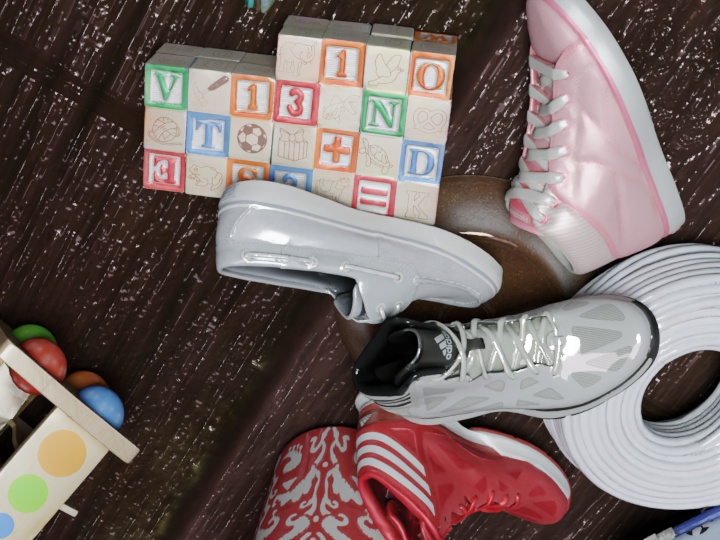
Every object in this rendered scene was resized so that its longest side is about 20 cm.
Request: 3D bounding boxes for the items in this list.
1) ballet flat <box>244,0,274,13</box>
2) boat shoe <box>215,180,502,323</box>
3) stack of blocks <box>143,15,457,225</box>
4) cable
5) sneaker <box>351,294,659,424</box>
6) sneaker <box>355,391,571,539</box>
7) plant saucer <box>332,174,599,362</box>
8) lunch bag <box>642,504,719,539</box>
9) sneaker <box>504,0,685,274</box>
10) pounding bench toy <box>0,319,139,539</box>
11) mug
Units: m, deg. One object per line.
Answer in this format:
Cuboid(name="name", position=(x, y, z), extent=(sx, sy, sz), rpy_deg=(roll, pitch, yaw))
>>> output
Cuboid(name="ballet flat", position=(-0.051, -0.257, 0.750), extent=(0.074, 0.074, 0.201), rpy_deg=(-4, 120, 5))
Cuboid(name="boat shoe", position=(0.000, 0.000, 0.810), extent=(0.199, 0.069, 0.072), rpy_deg=(18, 158, -23))
Cuboid(name="stack of blocks", position=(-0.040, -0.105, 0.823), extent=(0.198, 0.059, 0.116), rpy_deg=(7, 114, 3))
Cuboid(name="cable", position=(0.228, 0.081, 0.883), extent=(0.199, 0.069, 0.201), rpy_deg=(-26, 117, 5))
Cuboid(name="sneaker", position=(0.086, 0.060, 0.797), extent=(0.199, 0.115, 0.076), rpy_deg=(-16, 75, 25))
Cuboid(name="sneaker", position=(0.072, 0.173, 0.916), extent=(0.199, 0.116, 0.078), rpy_deg=(28, 137, -20))
Cuboid(name="plant saucer", position=(0.077, 0.030, 0.904), extent=(0.199, 0.037, 0.202), rpy_deg=(2, 118, 3))
Cuboid(name="lunch bag", position=(0.283, 0.253, 0.958), extent=(0.160, 0.076, 0.200), rpy_deg=(-32, 132, 20))
Cuboid(name="sneaker", position=(0.132, -0.084, 0.810), extent=(0.104, 0.075, 0.201), rpy_deg=(-31, 117, -2))
Cuboid(name="pounding bench toy", position=(-0.268, 0.120, 0.929), extent=(0.124, 0.200, 0.156), rpy_deg=(44, 80, -20))
Cuboid(name="mug", position=(-0.013, 0.235, 0.918), extent=(0.133, 0.201, 0.178), rpy_deg=(-33, 115, 24))
